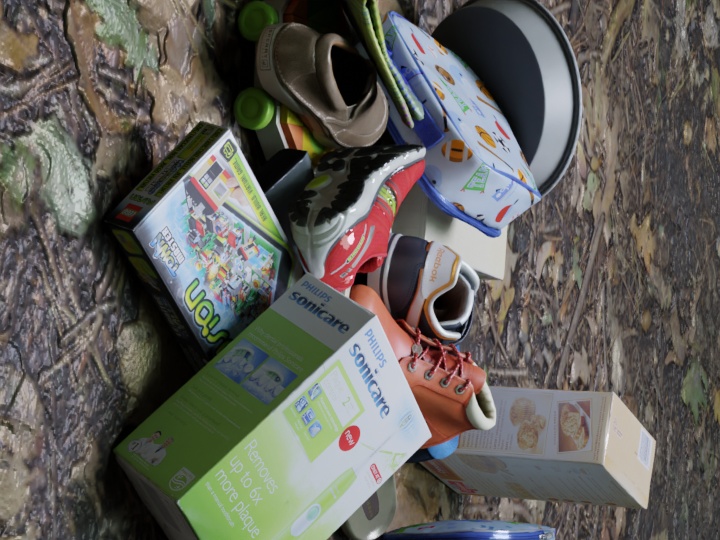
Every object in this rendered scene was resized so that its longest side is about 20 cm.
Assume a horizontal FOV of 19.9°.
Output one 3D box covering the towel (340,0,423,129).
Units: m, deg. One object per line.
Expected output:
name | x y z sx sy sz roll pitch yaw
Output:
towel | -0.002 -0.219 1.660 0.201 0.023 0.144 -115 180 -51

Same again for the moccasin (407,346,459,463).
moccasin | 0.046 0.086 1.847 0.081 0.068 0.201 57 24 -34

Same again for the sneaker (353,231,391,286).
sneaker | 0.000 0.000 1.765 0.115 0.075 0.202 -42 137 -69

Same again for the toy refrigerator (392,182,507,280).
toy refrigerator | 0.065 -0.032 1.881 0.200 0.075 0.071 17 75 -65

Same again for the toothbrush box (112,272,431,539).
toothbrush box | -0.061 0.127 1.503 0.200 0.086 0.146 -43 136 -19

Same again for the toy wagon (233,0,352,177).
toy wagon | -0.049 -0.180 1.667 0.155 0.039 0.202 8 84 -66

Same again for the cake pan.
cake pan | 0.119 -0.156 1.877 0.037 0.199 0.202 -8 99 -40

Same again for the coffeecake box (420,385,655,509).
coffeecake box | 0.163 0.167 1.956 0.153 0.198 0.074 43 53 -59

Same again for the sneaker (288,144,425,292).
sneaker | -0.002 -0.042 1.601 0.200 0.076 0.086 -46 131 -56

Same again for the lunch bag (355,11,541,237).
lunch bag | 0.067 -0.130 1.784 0.160 0.075 0.201 21 33 -57

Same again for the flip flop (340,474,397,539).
flip flop | 0.002 0.170 1.738 0.081 0.058 0.201 -33 138 -19

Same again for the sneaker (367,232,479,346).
sneaker | 0.058 0.040 1.713 0.200 0.079 0.079 73 30 -62

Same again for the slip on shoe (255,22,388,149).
slip on shoe | -0.013 -0.146 1.626 0.200 0.060 0.077 35 59 -61

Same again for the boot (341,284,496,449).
boot | 0.042 0.071 1.642 0.200 0.106 0.076 59 30 -47

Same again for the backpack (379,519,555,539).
backpack | 0.083 0.296 1.816 0.199 0.182 0.148 -1 85 -59

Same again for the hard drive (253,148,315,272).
hard drive | -0.067 0.024 1.615 0.140 0.033 0.201 -45 132 -40

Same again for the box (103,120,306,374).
box | -0.101 0.002 1.505 0.110 0.035 0.201 -48 133 -25
